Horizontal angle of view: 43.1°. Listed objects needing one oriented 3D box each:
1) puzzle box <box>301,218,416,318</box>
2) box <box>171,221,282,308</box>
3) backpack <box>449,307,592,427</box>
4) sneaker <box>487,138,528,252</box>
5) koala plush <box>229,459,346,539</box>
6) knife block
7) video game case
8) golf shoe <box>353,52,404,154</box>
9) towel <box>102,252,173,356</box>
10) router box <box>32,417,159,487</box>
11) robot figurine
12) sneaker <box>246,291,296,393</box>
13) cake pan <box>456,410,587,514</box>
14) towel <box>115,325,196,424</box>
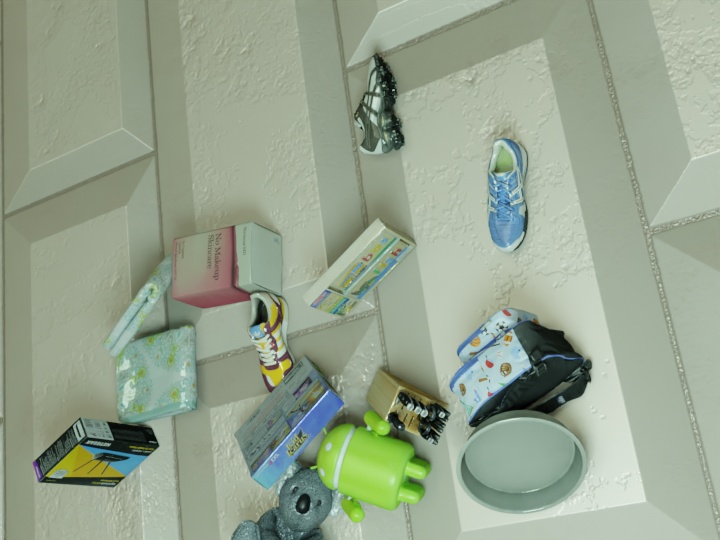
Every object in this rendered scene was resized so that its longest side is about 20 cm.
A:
[{"bbox_3d":[0.000,0.000,1.634,0.200,0.133,0.025,-46,60,13],"label":"puzzle box"},{"bbox_3d":[-0.264,-0.008,1.803,0.198,0.109,0.129,-11,71,28],"label":"box"},{"bbox_3d":[0.233,0.159,1.434,0.191,0.199,0.155,-48,53,19],"label":"backpack"},{"bbox_3d":[0.243,-0.131,1.560,0.075,0.077,0.202,-6,76,27],"label":"sneaker"},{"bbox_3d":[-0.111,0.432,1.582,0.176,0.184,0.202,20,73,5],"label":"koala plush"},{"bbox_3d":[0.064,0.221,1.514,0.199,0.175,0.064,25,89,32],"label":"knife block"},{"bbox_3d":[-0.129,0.265,1.615,0.200,0.045,0.181,-48,21,-1],"label":"video game case"},{"bbox_3d":[0.023,-0.316,1.736,0.094,0.078,0.202,-15,69,26],"label":"golf shoe"},{"bbox_3d":[-0.436,0.066,1.846,0.048,0.172,0.200,35,113,-10],"label":"towel"},{"bbox_3d":[-0.520,0.363,1.801,0.149,0.200,0.051,-42,59,15],"label":"router box"},{"bbox_3d":[0.015,0.330,1.534,0.198,0.116,0.177,16,92,14],"label":"robot figurine"},{"bbox_3d":[-0.177,0.140,1.724,0.074,0.090,0.202,-19,69,24],"label":"sneaker"},{"bbox_3d":[0.245,0.291,1.400,0.199,0.201,0.037,-30,27,20],"label":"cake pan"},{"bbox_3d":[-0.418,0.216,1.862,0.198,0.048,0.173,-15,71,26],"label":"towel"}]
